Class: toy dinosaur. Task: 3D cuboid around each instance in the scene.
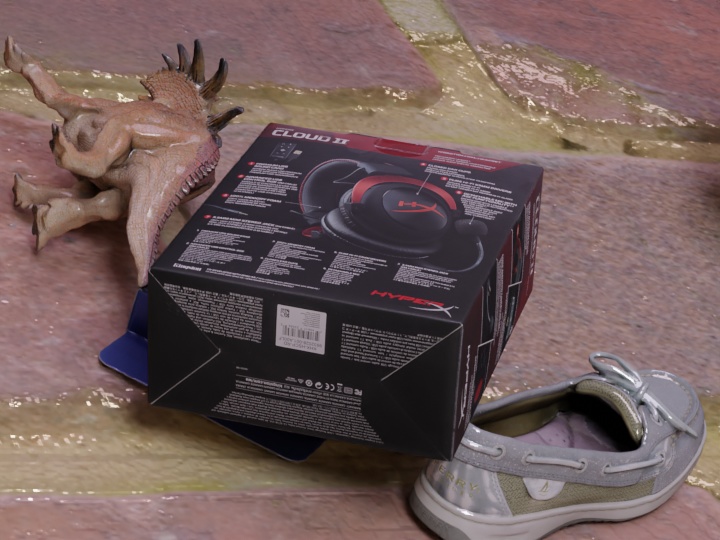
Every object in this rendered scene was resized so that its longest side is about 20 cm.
[{"bbox_3d":[-0.111,-0.065,1.190,0.135,0.086,0.200,-3,27,-22],"label":"toy dinosaur"}]

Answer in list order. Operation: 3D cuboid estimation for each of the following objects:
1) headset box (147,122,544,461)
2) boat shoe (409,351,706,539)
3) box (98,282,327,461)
[{"bbox_3d":[0.000,0.000,1.081,0.148,0.075,0.200,10,28,12],"label":"headset box"},{"bbox_3d":[0.108,0.082,1.112,0.202,0.065,0.074,-12,41,-43],"label":"boat shoe"},{"bbox_3d":[-0.036,0.023,1.162,0.121,0.032,0.200,27,30,13],"label":"box"}]
